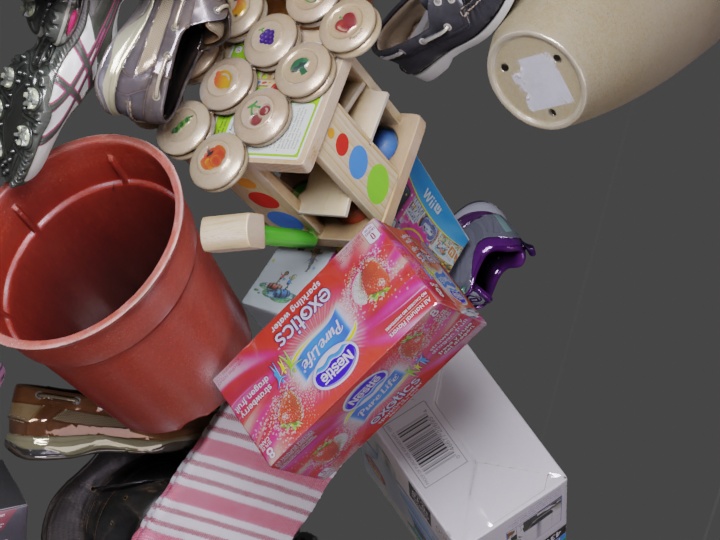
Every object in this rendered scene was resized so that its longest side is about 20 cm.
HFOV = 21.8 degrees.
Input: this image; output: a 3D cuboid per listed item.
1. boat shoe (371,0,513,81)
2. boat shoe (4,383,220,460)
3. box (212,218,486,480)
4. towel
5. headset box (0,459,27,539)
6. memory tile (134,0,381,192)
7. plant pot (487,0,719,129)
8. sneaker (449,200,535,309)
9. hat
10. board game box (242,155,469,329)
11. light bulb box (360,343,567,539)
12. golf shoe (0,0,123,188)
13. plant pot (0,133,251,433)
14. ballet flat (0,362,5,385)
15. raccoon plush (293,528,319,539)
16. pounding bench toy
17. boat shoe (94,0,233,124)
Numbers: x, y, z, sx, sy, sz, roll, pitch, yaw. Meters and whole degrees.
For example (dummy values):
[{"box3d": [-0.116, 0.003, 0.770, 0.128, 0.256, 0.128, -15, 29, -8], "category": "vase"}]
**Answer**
[{"box3d": [0.073, -0.225, 1.565, 0.060, 0.200, 0.074, 17, 66, -20], "category": "boat shoe"}, {"box3d": [-0.217, 0.125, 1.660, 0.199, 0.076, 0.075, -2, 92, -30], "category": "boat shoe"}, {"box3d": [-0.009, 0.067, 1.531, 0.200, 0.100, 0.095, -44, 151, 14], "category": "box"}, {"box3d": [-0.101, 0.188, 1.696, 0.146, 0.030, 0.201, 23, 109, -35], "category": "towel"}, {"box3d": [-0.377, 0.263, 1.651, 0.148, 0.075, 0.201, -10, 124, -27], "category": "headset box"}, {"box3d": [-0.090, -0.167, 1.499, 0.200, 0.153, 0.017, -46, 142, 0], "category": "memory tile"}, {"box3d": [0.195, -0.210, 1.573, 0.200, 0.186, 0.188, -47, 141, -40], "category": "plant pot"}, {"box3d": [0.072, 0.022, 1.767, 0.200, 0.088, 0.074, -45, 132, 1], "category": "sneaker"}, {"box3d": [-0.194, 0.242, 1.749, 0.199, 0.081, 0.202, -17, 128, -23], "category": "hat"}, {"box3d": [0.000, 0.000, 1.674, 0.201, 0.064, 0.148, -58, 137, -22], "category": "board game box"}, {"box3d": [0.095, 0.194, 1.786, 0.124, 0.199, 0.200, -30, 152, -11], "category": "light bulb box"}, {"box3d": [-0.232, -0.154, 1.471, 0.088, 0.077, 0.201, 2, 119, -41], "category": "golf shoe"}, {"box3d": [-0.194, 0.026, 1.544, 0.200, 0.201, 0.196, -39, 140, -4], "category": "plant pot"}, {"box3d": [-0.384, 0.113, 1.551, 0.199, 0.071, 0.070, -4, 121, -31], "category": "ballet flat"}, {"box3d": [-0.116, 0.330, 1.858, 0.199, 0.097, 0.135, -1, 126, -26], "category": "raccoon plush"}, {"box3d": [-0.051, -0.071, 1.538, 0.156, 0.123, 0.201, 46, 56, -48], "category": "pounding bench toy"}, {"box3d": [-0.133, -0.203, 1.471, 0.201, 0.073, 0.074, -63, 165, -2], "category": "boat shoe"}]
